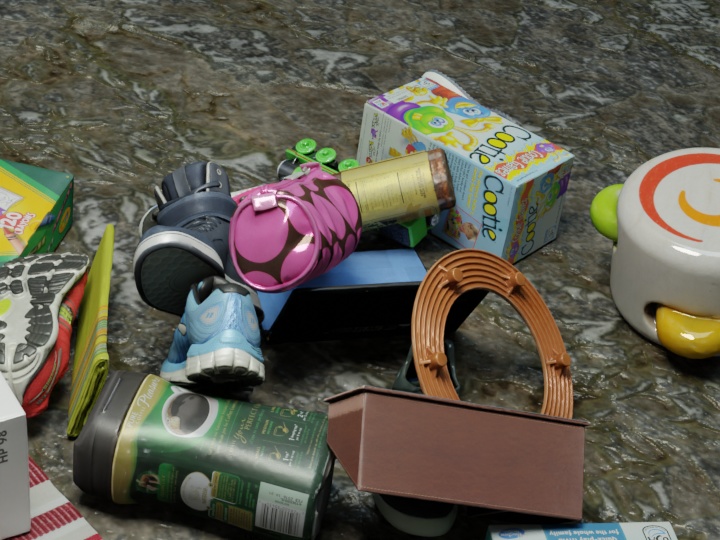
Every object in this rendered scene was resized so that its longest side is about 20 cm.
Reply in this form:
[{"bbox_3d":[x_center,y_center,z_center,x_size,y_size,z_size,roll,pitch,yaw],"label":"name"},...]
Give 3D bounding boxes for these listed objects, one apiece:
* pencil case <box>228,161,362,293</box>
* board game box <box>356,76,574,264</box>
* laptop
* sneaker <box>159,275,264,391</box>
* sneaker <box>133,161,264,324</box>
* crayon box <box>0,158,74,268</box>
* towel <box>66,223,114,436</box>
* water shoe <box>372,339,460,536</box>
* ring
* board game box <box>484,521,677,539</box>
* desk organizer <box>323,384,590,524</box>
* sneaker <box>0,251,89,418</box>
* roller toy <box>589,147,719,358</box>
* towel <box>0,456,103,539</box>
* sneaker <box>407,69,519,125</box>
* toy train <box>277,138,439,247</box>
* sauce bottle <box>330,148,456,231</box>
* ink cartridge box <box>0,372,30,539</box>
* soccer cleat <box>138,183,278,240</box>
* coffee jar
[{"bbox_3d":[-0.057,-0.039,1.381,0.090,0.095,0.200,-1,8,9],"label":"pencil case"},{"bbox_3d":[0.104,-0.102,1.639,0.199,0.106,0.103,32,40,30],"label":"board game box"},{"bbox_3d":[0.000,0.000,1.464,0.186,0.200,0.117,-4,70,-17],"label":"laptop"},{"bbox_3d":[-0.115,0.052,1.318,0.078,0.091,0.200,6,-9,-17],"label":"sneaker"},{"bbox_3d":[-0.153,-0.037,1.376,0.076,0.202,0.147,-19,68,9],"label":"sneaker"},{"bbox_3d":[-0.352,-0.029,1.471,0.118,0.059,0.200,12,34,5],"label":"crayon box"},{"bbox_3d":[-0.226,0.049,1.364,0.018,0.086,0.201,17,31,-17],"label":"towel"},{"bbox_3d":[0.048,0.130,1.310,0.071,0.079,0.201,6,34,-4],"label":"water shoe"},{"bbox_3d":[0.118,0.076,1.337,0.200,0.019,0.202,20,60,-39],"label":"ring"},{"bbox_3d":[0.183,0.270,1.167,0.150,0.047,0.201,0,35,-12],"label":"board game box"},{"bbox_3d":[0.073,0.145,1.222,0.199,0.072,0.078,11,73,-24],"label":"desk organizer"},{"bbox_3d":[-0.275,0.052,1.349,0.076,0.086,0.200,-1,31,6],"label":"sneaker"},{"bbox_3d":[0.333,-0.013,1.530,0.181,0.141,0.200,-17,43,-17],"label":"roller toy"},{"bbox_3d":[-0.277,0.205,1.182,0.143,0.023,0.200,-21,42,-33],"label":"towel"},{"bbox_3d":[0.109,-0.146,1.752,0.082,0.071,0.200,-33,47,-23],"label":"sneaker"},{"bbox_3d":[-0.006,-0.080,1.636,0.199,0.042,0.056,27,56,32],"label":"toy train"},{"bbox_3d":[-0.007,-0.068,1.561,0.198,0.066,0.066,-13,33,8],"label":"sauce bottle"},{"bbox_3d":[-0.295,0.124,1.177,0.066,0.117,0.200,-14,39,-27],"label":"ink cartridge box"},{"bbox_3d":[-0.112,-0.045,1.523,0.198,0.071,0.086,-2,-2,-6],"label":"soccer cleat"},{"bbox_3d":[-0.120,0.145,1.246,0.198,0.086,0.105,13,36,5],"label":"coffee jar"}]
